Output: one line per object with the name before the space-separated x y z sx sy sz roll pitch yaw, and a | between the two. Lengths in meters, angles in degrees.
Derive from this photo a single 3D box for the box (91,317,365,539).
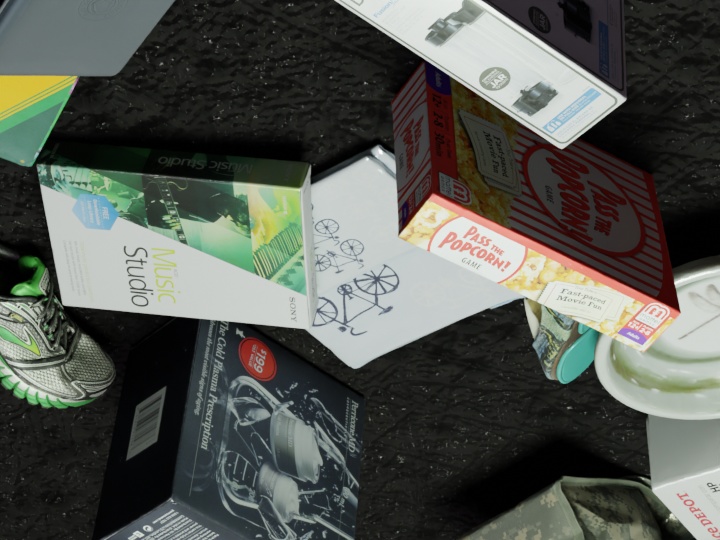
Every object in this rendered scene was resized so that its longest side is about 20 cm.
box | -0.100 0.159 1.522 0.182 0.200 0.104 34 131 -29

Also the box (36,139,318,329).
box | -0.134 -0.026 1.418 0.200 0.036 0.144 4 134 8

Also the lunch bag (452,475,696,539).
lunch bag | 0.191 0.257 1.658 0.200 0.118 0.164 8 145 -46

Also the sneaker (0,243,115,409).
sneaker | -0.264 0.038 1.496 0.085 0.078 0.200 -26 129 30

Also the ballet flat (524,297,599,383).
ballet flat | 0.157 0.024 1.436 0.074 0.074 0.200 6 157 0

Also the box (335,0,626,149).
box | 0.073 -0.176 1.180 0.200 0.117 0.060 31 133 -25

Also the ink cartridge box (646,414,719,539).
ink cartridge box | 0.354 0.155 1.551 0.200 0.084 0.145 -20 134 27

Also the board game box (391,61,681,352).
board game box | 0.117 -0.044 1.297 0.200 0.152 0.046 24 126 -21

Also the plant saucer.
plant saucer | 0.274 0.040 1.442 0.200 0.050 0.200 -4 141 -3

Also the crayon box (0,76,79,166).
crayon box | -0.292 -0.159 1.286 0.200 0.058 0.119 21 137 -17

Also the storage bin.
storage bin | -0.186 -0.207 1.177 0.134 0.146 0.200 2 148 -39

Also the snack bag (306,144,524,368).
snack bag | 0.000 0.000 1.463 0.188 0.021 0.200 -25 130 30
